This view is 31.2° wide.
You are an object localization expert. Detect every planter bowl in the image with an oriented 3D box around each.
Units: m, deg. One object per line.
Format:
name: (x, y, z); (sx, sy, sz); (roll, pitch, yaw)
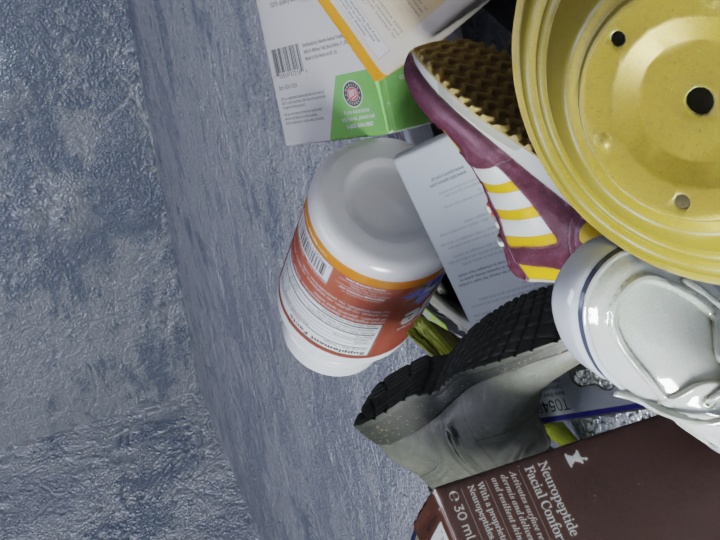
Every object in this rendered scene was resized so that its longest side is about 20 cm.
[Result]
planter bowl: (0.140, -0.074, 0.499); (0.200, 0.083, 0.201); (10, 113, 25)

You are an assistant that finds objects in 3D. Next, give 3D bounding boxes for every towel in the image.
towel: (0.103, 0.090, 0.939); (0.086, 0.018, 0.200); (50, -170, 31)

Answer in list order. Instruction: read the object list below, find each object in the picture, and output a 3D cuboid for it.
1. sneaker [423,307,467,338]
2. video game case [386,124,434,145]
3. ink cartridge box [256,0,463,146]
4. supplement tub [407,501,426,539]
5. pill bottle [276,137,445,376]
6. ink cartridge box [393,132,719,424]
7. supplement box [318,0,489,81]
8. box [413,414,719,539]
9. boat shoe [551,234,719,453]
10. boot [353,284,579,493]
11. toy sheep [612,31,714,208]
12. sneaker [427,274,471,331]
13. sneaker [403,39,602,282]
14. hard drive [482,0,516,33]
sneaker: (0.073, 0.040, 1.140); (0.200, 0.072, 0.083); (-129, 26, -58)
video game case: (0.027, -0.144, 1.114); (0.182, 0.023, 0.200); (66, 179, -56)
ink cartridge box: (-0.007, -0.199, 0.931); (0.145, 0.084, 0.200); (3, 107, 56)
supplement tub: (0.128, 0.245, 1.004); (0.200, 0.144, 0.145); (-168, 63, -74)
pill bottle: (0.000, 0.000, 0.950); (0.200, 0.112, 0.112); (114, 138, -59)
ink cartridge box: (0.127, -0.010, 0.780); (0.200, 0.041, 0.200); (-18, 97, 54)
supplement box: (0.046, -0.215, 0.747); (0.126, 0.074, 0.200); (55, 144, -3)
box: (0.143, 0.149, 0.727); (0.075, 0.200, 0.100); (105, 146, -59)
boat shoe: (0.176, 0.055, 0.621); (0.202, 0.075, 0.086); (40, 175, -36)
boot: (0.102, 0.095, 0.799); (0.131, 0.068, 0.200); (46, 130, -14)
toy sheep: (0.142, -0.113, 0.607); (0.138, 0.138, 0.200); (-160, 68, -73)
sneaker: (0.080, 0.004, 1.012); (0.089, 0.074, 0.200); (40, 178, -33)
sneaker: (0.089, -0.045, 0.705); (0.200, 0.075, 0.090); (44, 135, 25)
hard drive: (0.091, -0.251, 0.808); (0.135, 0.042, 0.200); (-123, 22, -50)
